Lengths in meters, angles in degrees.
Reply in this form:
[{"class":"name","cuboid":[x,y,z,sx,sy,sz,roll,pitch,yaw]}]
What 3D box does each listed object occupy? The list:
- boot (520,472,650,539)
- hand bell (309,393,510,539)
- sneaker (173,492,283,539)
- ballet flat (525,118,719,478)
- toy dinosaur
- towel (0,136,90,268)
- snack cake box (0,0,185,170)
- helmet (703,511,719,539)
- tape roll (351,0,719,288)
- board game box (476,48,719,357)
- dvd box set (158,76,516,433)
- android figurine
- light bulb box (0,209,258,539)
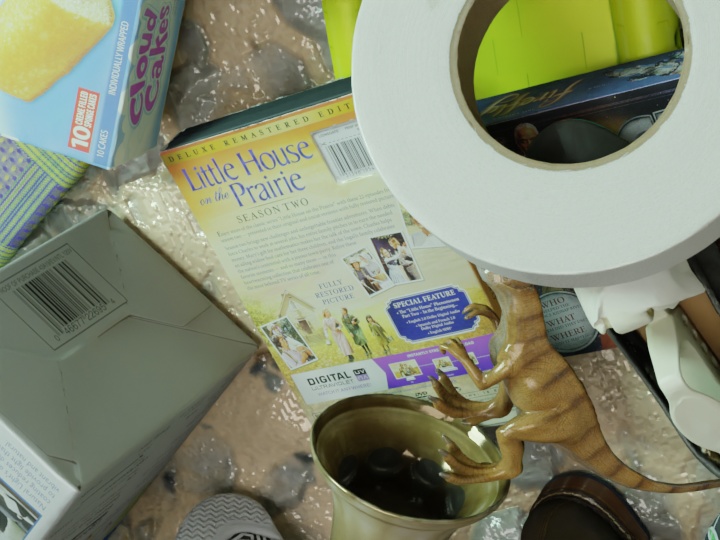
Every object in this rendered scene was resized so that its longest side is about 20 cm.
[{"class":"boot","cuboid":[0.151,0.204,0.982,0.200,0.097,0.075,45,121,3]},{"class":"hand bell","cuboid":[0.004,0.175,0.995,0.104,0.104,0.200,23,121,14]},{"class":"sneaker","cuboid":[-0.078,0.236,1.085,0.075,0.200,0.115,0,150,-13]},{"class":"ballet flat","cuboid":[0.142,0.019,0.868,0.068,0.068,0.200,-29,110,26]},{"class":"toy dinosaur","cuboid":[0.093,0.071,0.920,0.106,0.060,0.200,-22,122,25]},{"class":"towel","cuboid":[-0.215,-0.094,1.074,0.144,0.023,0.200,44,122,2]},{"class":"snack cake box","cuboid":[-0.149,-0.166,0.971,0.115,0.067,0.200,17,109,12]},{"class":"helmet","cuboid":[0.250,0.175,0.885,0.191,0.200,0.200,17,117,-1]},{"class":"tape roll","cuboid":[0.094,-0.093,0.835,0.203,0.037,0.203,-3,78,16]},{"class":"board game box","cuboid":[0.159,-0.037,0.890,0.200,0.035,0.136,-13,117,21]},{"class":"dvd box set","cuboid":[0.000,0.000,0.982,0.146,0.029,0.200,-15,114,34]},{"class":"android figurine","cuboid":[0.068,-0.123,0.925,0.182,0.041,0.200,0,112,24]},{"class":"light bulb box","cuboid":[-0.191,0.101,1.036,0.125,0.198,0.200,43,121,6]}]
